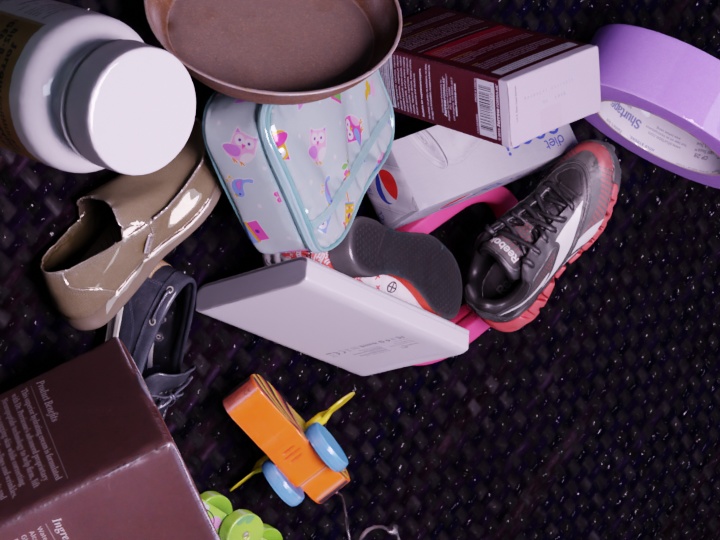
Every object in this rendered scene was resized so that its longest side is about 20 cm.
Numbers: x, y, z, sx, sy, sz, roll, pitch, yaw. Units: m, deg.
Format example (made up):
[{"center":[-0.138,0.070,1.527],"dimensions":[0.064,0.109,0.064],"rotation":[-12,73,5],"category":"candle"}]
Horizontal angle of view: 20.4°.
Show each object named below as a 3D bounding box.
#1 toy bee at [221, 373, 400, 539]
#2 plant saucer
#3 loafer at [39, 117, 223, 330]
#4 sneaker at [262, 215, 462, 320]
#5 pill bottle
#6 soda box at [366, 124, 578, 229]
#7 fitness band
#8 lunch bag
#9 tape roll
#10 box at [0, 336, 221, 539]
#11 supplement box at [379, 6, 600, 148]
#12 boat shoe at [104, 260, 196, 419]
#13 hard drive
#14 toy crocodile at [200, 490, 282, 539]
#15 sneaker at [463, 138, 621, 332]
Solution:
[{"center":[-0.054,0.168,1.751],"dimensions":[0.131,0.109,0.200],"rotation":[-18,106,-2],"category":"toy bee"},{"center":[-0.069,-0.192,1.549],"dimensions":[0.200,0.200,0.035],"rotation":[-28,148,-32],"category":"plant saucer"},{"center":[-0.177,-0.045,1.568],"dimensions":[0.200,0.076,0.067],"rotation":[-56,138,-12],"category":"loafer"},{"center":[0.000,-0.001,1.727],"dimensions":[0.201,0.108,0.067],"rotation":[23,67,-55],"category":"sneaker"},{"center":[-0.210,-0.131,1.423],"dimensions":[0.114,0.200,0.114],"rotation":[-15,114,-38],"category":"pill bottle"},{"center":[0.097,-0.102,1.783],"dimensions":[0.200,0.063,0.068],"rotation":[-22,85,-34],"category":"soda box"},{"center":[0.078,0.002,1.836],"dimensions":[0.200,0.037,0.144],"rotation":[-37,125,-28],"category":"fitness band"},{"center":[-0.041,-0.115,1.619],"dimensions":[0.200,0.077,0.161],"rotation":[-60,135,-44],"category":"lunch bag"},{"center":[0.293,-0.150,1.861],"dimensions":[0.200,0.200,0.066],"rotation":[35,80,-43],"category":"tape roll"},{"center":[-0.222,0.190,1.509],"dimensions":[0.200,0.166,0.164],"rotation":[-26,123,-6],"category":"box"},{"center":[0.093,-0.165,1.679],"dimensions":[0.109,0.200,0.061],"rotation":[-23,120,-34],"category":"supplement box"},{"center":[-0.171,0.088,1.618],"dimensions":[0.075,0.062,0.200],"rotation":[-15,116,-65],"category":"boat shoe"},{"center":[-0.022,0.042,1.696],"dimensions":[0.200,0.132,0.026],"rotation":[25,61,-41],"category":"hard drive"},{"center":[-0.101,0.243,1.740],"dimensions":[0.200,0.067,0.062],"rotation":[40,78,-42],"category":"toy crocodile"},{"center":[0.159,-0.032,1.783],"dimensions":[0.201,0.071,0.098],"rotation":[-55,155,14],"category":"sneaker"}]
